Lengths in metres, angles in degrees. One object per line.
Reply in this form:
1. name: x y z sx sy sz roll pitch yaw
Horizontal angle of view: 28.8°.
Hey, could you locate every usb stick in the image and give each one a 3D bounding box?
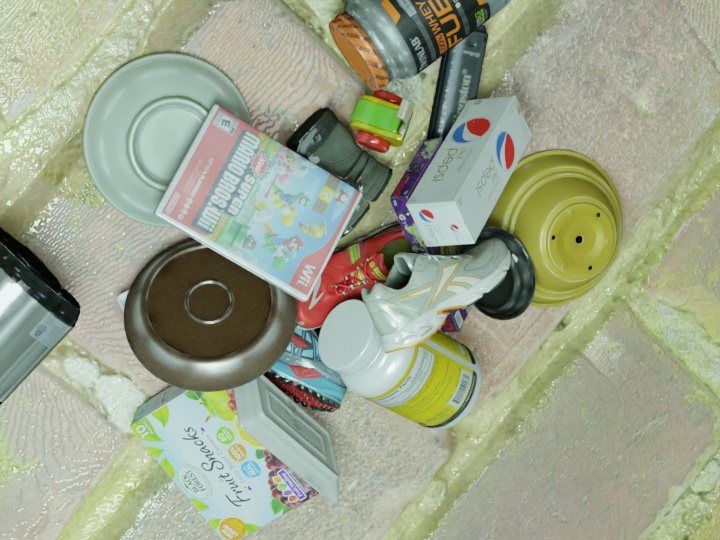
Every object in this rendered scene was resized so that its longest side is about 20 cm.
1. usb stick: 0.113 -0.199 1.694 0.055 0.033 0.202 7 99 -17

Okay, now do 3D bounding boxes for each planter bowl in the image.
1. planter bowl: 0.255 -0.045 1.740 0.199 0.083 0.202 -4 102 -17

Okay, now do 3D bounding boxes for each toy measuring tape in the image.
1. toy measuring tape: 0.023 -0.176 1.592 0.073 0.200 0.074 0 87 0

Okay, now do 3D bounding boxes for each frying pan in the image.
1. frying pan: 0.138 -0.026 1.674 0.115 0.031 0.191 -41 97 -33

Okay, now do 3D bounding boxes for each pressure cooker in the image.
1. pressure cooker: -0.424 0.058 1.511 0.200 0.179 0.176 -48 113 -3

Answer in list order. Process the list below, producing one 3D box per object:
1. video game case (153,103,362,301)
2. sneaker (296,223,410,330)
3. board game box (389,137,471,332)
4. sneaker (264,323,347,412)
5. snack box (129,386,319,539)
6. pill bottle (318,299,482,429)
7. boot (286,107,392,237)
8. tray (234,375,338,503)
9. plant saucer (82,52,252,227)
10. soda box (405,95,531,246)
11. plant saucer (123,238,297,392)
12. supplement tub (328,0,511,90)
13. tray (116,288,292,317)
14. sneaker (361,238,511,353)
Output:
1. video game case: -0.114 -0.075 1.582 0.199 0.017 0.144 30 79 -13
2. sneaker: 0.000 0.000 1.660 0.199 0.085 0.077 -35 104 -20
3. board game box: 0.097 -0.041 1.665 0.120 0.032 0.201 -54 133 -41
4. sneaker: -0.098 0.087 1.683 0.199 0.079 0.096 33 63 -13
5. snack box: -0.157 0.214 1.669 0.142 0.053 0.201 -31 110 15
6. pill bottle: 0.045 0.109 1.666 0.199 0.112 0.113 30 92 -42
7. boot: -0.060 -0.082 1.648 0.200 0.068 0.131 -45 108 -6
8. tray: -0.082 0.184 1.632 0.022 0.108 0.200 -31 133 14
9. plant saucer: -0.215 -0.145 1.599 0.198 0.050 0.202 -4 103 -16
10. soda box: 0.128 -0.117 1.619 0.064 0.068 0.201 61 43 -33
11. plant saucer: -0.171 0.041 1.592 0.198 0.032 0.202 1 61 -2
12. supplement tub: 0.069 -0.304 1.611 0.200 0.123 0.123 -38 109 -5
13. tray: -0.172 0.031 1.630 0.199 0.108 0.022 -27 151 -16
14. sneaker: 0.087 0.005 1.581 0.200 0.076 0.092 -36 101 -29
